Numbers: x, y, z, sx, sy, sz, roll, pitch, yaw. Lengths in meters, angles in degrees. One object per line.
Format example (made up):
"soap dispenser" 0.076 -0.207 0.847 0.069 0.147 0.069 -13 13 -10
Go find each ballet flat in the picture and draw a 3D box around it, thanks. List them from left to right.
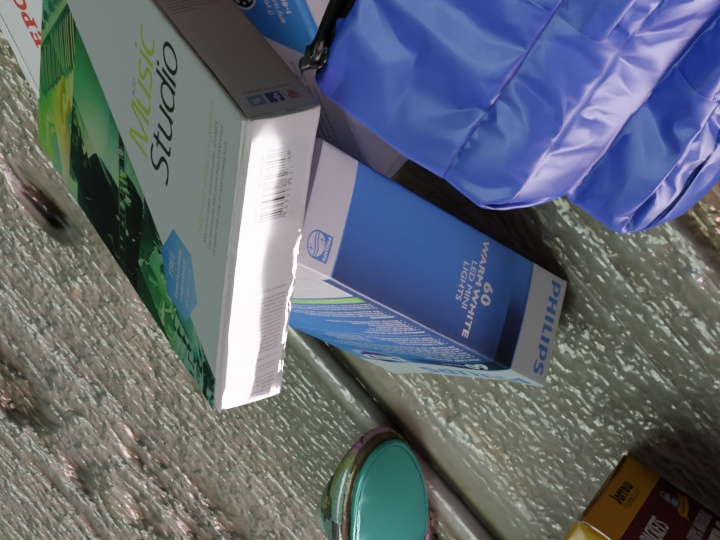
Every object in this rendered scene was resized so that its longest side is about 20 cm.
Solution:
"ballet flat" 0.011 0.169 1.159 0.071 0.069 0.200 30 146 49

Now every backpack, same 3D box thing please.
"backpack" 0.104 -0.132 0.704 0.168 0.163 0.200 32 130 4

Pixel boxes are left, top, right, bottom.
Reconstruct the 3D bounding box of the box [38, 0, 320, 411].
"box" -0.083 -0.060 0.797 0.200 0.036 0.145 53 145 42

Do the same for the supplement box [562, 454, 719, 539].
"supplement box" 0.149 0.240 0.967 0.197 0.133 0.200 35 107 10

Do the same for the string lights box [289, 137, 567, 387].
"string lights box" 0.000 0.000 0.915 0.103 0.059 0.200 3 164 40

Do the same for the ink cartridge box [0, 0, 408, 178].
"ink cartridge box" -0.072 -0.121 0.927 0.200 0.086 0.147 4 129 41
